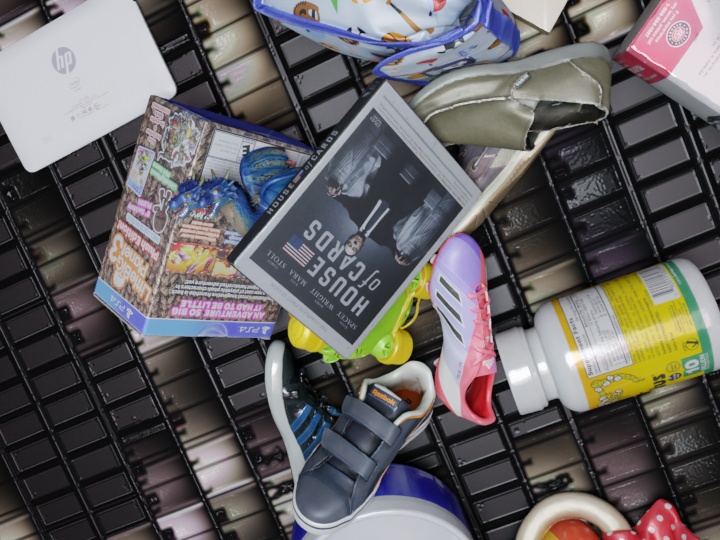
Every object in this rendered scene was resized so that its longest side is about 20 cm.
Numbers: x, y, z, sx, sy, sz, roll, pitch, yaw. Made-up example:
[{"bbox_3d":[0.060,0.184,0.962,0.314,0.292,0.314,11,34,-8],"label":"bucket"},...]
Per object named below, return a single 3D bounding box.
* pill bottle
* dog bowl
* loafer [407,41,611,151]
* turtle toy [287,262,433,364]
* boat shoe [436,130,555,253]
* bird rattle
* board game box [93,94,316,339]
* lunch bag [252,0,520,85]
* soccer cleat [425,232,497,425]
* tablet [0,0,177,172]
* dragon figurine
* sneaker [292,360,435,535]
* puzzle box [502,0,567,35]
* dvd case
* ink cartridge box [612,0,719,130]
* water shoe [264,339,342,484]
[{"bbox_3d":[0.238,0.071,0.751,0.198,0.113,0.114,-20,96,10],"label":"pill bottle"},{"bbox_3d":[0.024,0.307,0.809,0.198,0.079,0.202,-2,113,-5],"label":"dog bowl"},{"bbox_3d":[0.131,-0.143,0.689,0.198,0.075,0.070,-16,68,13],"label":"loafer"},{"bbox_3d":[0.000,0.000,0.771,0.145,0.101,0.202,15,103,-38],"label":"turtle toy"},{"bbox_3d":[0.127,-0.107,0.760,0.065,0.072,0.200,41,96,9],"label":"boat shoe"},{"bbox_3d":[0.243,0.306,0.801,0.163,0.113,0.201,40,100,16],"label":"bird rattle"},{"bbox_3d":[-0.142,-0.045,0.748,0.096,0.159,0.202,29,104,39],"label":"board game box"},{"bbox_3d":[0.034,-0.233,0.679,0.198,0.170,0.125,22,105,18],"label":"lunch bag"},{"bbox_3d":[0.108,0.060,0.759,0.066,0.076,0.202,-19,123,-29],"label":"soccer cleat"},{"bbox_3d":[-0.307,-0.206,0.829,0.198,0.014,0.131,-25,95,10],"label":"tablet"},{"bbox_3d":[-0.072,-0.072,0.684,0.059,0.199,0.100,28,138,38],"label":"dragon figurine"},{"bbox_3d":[0.004,0.163,0.757,0.078,0.200,0.080,28,139,22],"label":"sneaker"},{"bbox_3d":[0.129,-0.336,0.742,0.199,0.025,0.134,30,102,2],"label":"puzzle box"},{"bbox_3d":[0.000,-0.041,0.675,0.150,0.025,0.201,42,84,-31],"label":"dvd case"},{"bbox_3d":[0.360,-0.205,0.703,0.199,0.084,0.145,34,102,2],"label":"ink cartridge box"},{"bbox_3d":[-0.046,0.161,0.830,0.078,0.072,0.202,-12,108,6],"label":"water shoe"}]
